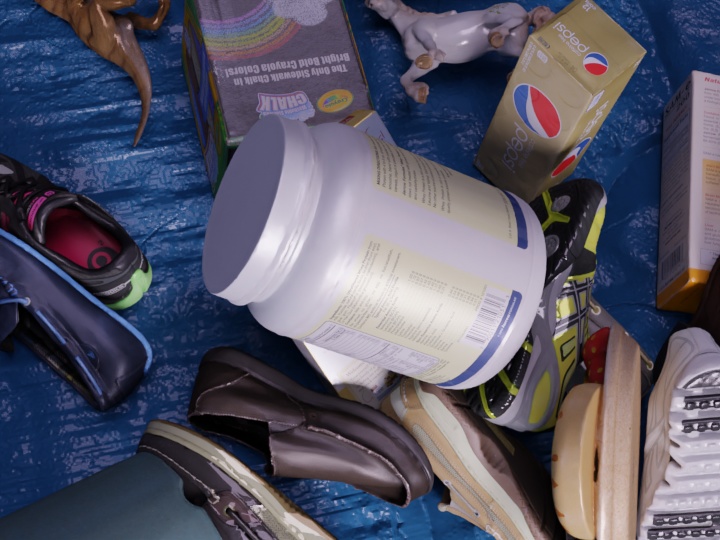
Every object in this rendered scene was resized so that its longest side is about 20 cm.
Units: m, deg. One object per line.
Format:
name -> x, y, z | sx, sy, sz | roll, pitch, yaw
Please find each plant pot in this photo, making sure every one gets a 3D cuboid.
plant pot -> -0.187, 0.229, 0.776 | 0.195, 0.200, 0.201 | -28, 74, -27

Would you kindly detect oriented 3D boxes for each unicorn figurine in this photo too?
unicorn figurine -> 0.076, -0.203, 1.038 | 0.198, 0.074, 0.138 | 6, 36, 0

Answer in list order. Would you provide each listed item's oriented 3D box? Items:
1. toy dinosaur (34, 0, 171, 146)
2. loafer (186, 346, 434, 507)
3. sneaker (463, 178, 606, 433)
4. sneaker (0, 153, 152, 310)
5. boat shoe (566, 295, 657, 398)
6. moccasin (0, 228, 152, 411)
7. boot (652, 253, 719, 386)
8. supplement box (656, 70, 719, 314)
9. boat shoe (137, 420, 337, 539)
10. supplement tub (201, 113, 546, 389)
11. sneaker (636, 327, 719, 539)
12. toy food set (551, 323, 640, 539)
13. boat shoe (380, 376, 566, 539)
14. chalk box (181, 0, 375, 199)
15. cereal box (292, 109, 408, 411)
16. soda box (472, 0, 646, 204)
toy dinosaur -> -0.208, -0.202, 1.029 | 0.106, 0.060, 0.200 | -46, 74, 2
loafer -> -0.042, 0.131, 0.894 | 0.199, 0.073, 0.072 | 23, 53, 12
sneaker -> 0.141, 0.026, 0.908 | 0.076, 0.075, 0.201 | 31, 76, -34
sneaker -> -0.247, -0.046, 0.931 | 0.199, 0.084, 0.077 | 27, 64, 3
boat shoe -> 0.158, 0.028, 0.973 | 0.060, 0.072, 0.202 | -36, 83, -21
moccasin -> -0.250, 0.030, 0.900 | 0.199, 0.081, 0.068 | 32, 60, 6
boot -> 0.320, 0.031, 0.946 | 0.097, 0.201, 0.075 | 25, 19, -37
supplement box -> 0.327, -0.059, 1.033 | 0.125, 0.074, 0.202 | 11, 68, -5
boat shoe -> -0.084, 0.185, 0.860 | 0.200, 0.072, 0.066 | 36, 65, 3
supplement tub -> 0.008, -0.013, 0.811 | 0.199, 0.145, 0.146 | 20, 63, -24
sneaker -> 0.243, 0.135, 0.895 | 0.074, 0.201, 0.081 | 1, 30, -6
toy food set -> 0.168, 0.138, 0.841 | 0.048, 0.199, 0.200 | 1, 33, 15
boat shoe -> 0.091, 0.162, 0.912 | 0.201, 0.076, 0.072 | 54, 25, -1
chalk box -> -0.065, -0.127, 0.975 | 0.123, 0.124, 0.202 | -9, 70, -14
cereal box -> 0.000, 0.000, 0.912 | 0.144, 0.039, 0.201 | -37, 111, -14
soda box -> 0.153, -0.127, 0.965 | 0.064, 0.200, 0.068 | -39, 77, -21
